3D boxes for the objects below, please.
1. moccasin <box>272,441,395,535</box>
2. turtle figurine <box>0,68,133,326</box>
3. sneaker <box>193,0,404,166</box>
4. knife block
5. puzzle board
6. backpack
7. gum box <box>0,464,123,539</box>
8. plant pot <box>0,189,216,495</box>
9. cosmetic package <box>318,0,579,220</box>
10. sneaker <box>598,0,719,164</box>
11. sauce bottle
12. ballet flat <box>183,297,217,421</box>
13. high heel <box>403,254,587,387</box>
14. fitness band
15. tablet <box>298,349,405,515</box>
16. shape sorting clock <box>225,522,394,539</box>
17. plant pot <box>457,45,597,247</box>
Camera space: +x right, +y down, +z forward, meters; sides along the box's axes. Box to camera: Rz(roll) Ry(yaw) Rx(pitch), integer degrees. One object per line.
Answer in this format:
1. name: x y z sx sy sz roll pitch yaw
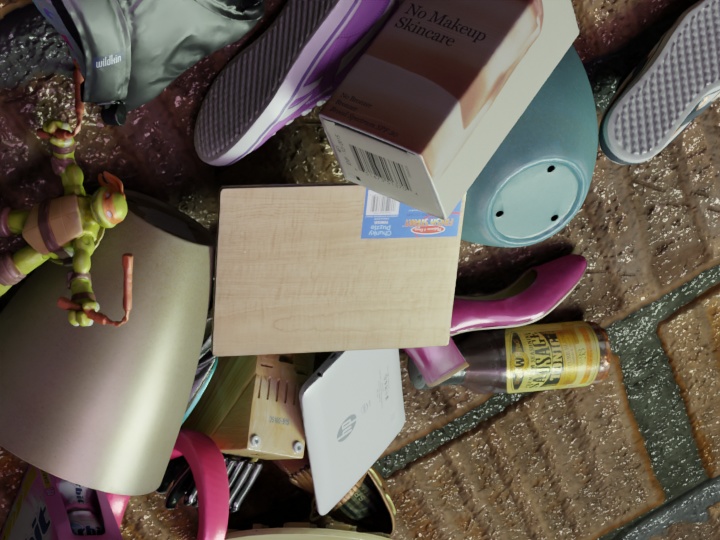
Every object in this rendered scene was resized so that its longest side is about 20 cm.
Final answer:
1. moccasin: -0.026 0.198 1.898 0.073 0.078 0.202 -35 137 0
2. turtle figurine: -0.238 -0.040 1.529 0.160 0.201 0.064 -17 168 22
3. sneaker: -0.035 -0.145 1.577 0.201 0.073 0.114 -46 138 17
4. knife block: -0.121 0.118 1.797 0.064 0.175 0.201 14 78 -38
5. puzzle board: -0.019 -0.003 1.604 0.199 0.017 0.152 -2 119 -14
6. backpack: -0.172 -0.223 1.386 0.167 0.127 0.200 -40 137 -6
7. gum box: -0.279 0.273 1.804 0.066 0.114 0.201 5 128 -31
8. plant pot: -0.198 0.045 1.606 0.187 0.187 0.201 19 105 -40
9. cosmetic package: 0.070 -0.151 1.537 0.200 0.103 0.087 -55 148 -22
10. sneaker: 0.277 -0.170 1.725 0.200 0.079 0.079 -42 -178 -6
11. sauce bottle: 0.140 0.086 1.895 0.199 0.066 0.066 -6 133 -26
12. ballet flat: -0.137 0.050 1.713 0.068 0.068 0.200 35 99 -22
13. high heel: 0.113 0.016 1.836 0.199 0.067 0.096 -33 98 -13
14. fitness band: -0.179 0.215 1.760 0.037 0.145 0.200 11 159 -34
15. tablet: -0.004 0.123 1.789 0.130 0.014 0.201 -46 151 -27
16. shape sorting clock: -0.052 0.267 1.924 0.198 0.040 0.200 1 165 0
17. plant pot: 0.117 -0.098 1.657 0.199 0.135 0.201 -16 136 -16
